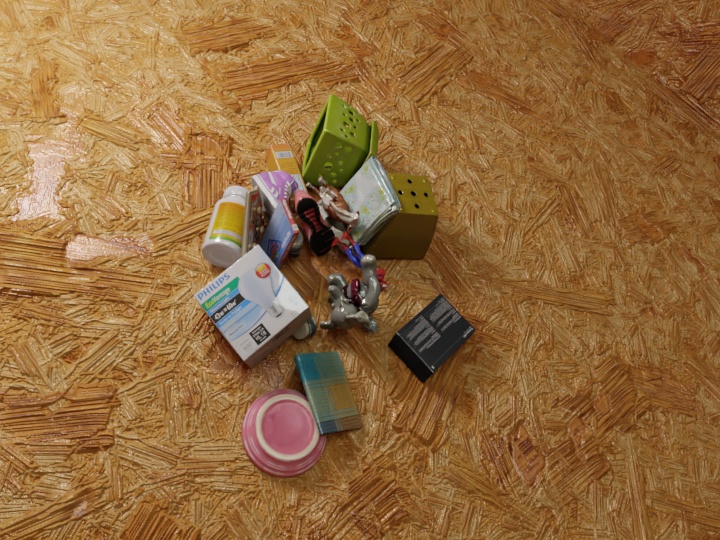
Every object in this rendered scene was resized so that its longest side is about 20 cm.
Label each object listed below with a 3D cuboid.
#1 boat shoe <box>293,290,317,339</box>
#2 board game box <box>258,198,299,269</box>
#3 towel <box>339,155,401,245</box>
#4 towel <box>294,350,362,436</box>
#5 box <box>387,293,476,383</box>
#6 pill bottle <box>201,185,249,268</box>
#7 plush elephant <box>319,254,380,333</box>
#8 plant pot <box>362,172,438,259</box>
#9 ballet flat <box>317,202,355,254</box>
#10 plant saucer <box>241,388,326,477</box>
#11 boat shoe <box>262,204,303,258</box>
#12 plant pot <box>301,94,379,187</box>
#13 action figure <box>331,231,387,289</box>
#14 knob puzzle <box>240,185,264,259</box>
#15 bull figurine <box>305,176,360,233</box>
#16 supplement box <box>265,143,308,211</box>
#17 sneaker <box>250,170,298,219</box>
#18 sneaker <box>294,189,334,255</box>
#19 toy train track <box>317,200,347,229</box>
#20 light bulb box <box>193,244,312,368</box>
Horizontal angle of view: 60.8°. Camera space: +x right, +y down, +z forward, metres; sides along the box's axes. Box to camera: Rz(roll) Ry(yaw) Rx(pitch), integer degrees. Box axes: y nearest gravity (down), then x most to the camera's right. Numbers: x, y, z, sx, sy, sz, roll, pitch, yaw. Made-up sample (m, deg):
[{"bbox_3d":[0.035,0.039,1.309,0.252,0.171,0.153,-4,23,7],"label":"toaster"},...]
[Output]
[{"bbox_3d":[-0.176,0.086,1.569,0.061,0.073,0.201,-4,56,-54],"label":"boat shoe"},{"bbox_3d":[-0.210,-0.081,1.565,0.019,0.200,0.104,-8,62,-32],"label":"board game box"},{"bbox_3d":[0.017,-0.190,1.688,0.048,0.171,0.202,18,40,-44],"label":"towel"},{"bbox_3d":[-0.077,0.290,1.467,0.146,0.022,0.202,6,55,-47],"label":"towel"},{"bbox_3d":[0.192,0.179,1.638,0.141,0.079,0.199,45,54,13],"label":"box"},{"bbox_3d":[-0.336,-0.117,1.594,0.110,0.111,0.202,15,55,-12],"label":"pill bottle"},{"bbox_3d":[-0.030,0.084,1.558,0.154,0.163,0.203,-20,91,-57],"label":"plush elephant"},{"bbox_3d":[0.114,-0.166,1.753,0.197,0.177,0.202,2,59,-25],"label":"plant pot"},{"bbox_3d":[-0.081,-0.123,1.715,0.199,0.072,0.072,41,54,7],"label":"ballet flat"},{"bbox_3d":[-0.169,0.363,1.398,0.198,0.051,0.203,10,57,-15],"label":"plant saucer"},{"bbox_3d":[-0.216,-0.111,1.664,0.074,0.074,0.201,-15,52,-20],"label":"boat shoe"},{"bbox_3d":[-0.053,-0.356,1.794,0.179,0.200,0.202,21,43,-15],"label":"plant pot"},{"bbox_3d":[0.000,0.000,1.657,0.200,0.065,0.100,42,46,-23],"label":"action figure"},{"bbox_3d":[-0.267,-0.116,1.579,0.030,0.221,0.222,6,56,1],"label":"knob puzzle"},{"bbox_3d":[-0.072,-0.183,1.666,0.121,0.065,0.200,42,4,-38],"label":"bull figurine"},{"bbox_3d":[-0.211,-0.267,1.766,0.068,0.067,0.202,-7,63,-27],"label":"supplement box"},{"bbox_3d":[-0.205,-0.199,1.639,0.113,0.073,0.202,-18,58,-22],"label":"sneaker"},{"bbox_3d":[-0.126,-0.134,1.659,0.073,0.202,0.087,-24,39,-5],"label":"sneaker"},{"bbox_3d":[-0.057,-0.168,1.784,0.113,0.033,0.202,-7,64,-25],"label":"toy train track"},{"bbox_3d":[-0.251,0.086,1.456,0.198,0.125,0.200,-40,78,-12],"label":"light bulb box"}]
